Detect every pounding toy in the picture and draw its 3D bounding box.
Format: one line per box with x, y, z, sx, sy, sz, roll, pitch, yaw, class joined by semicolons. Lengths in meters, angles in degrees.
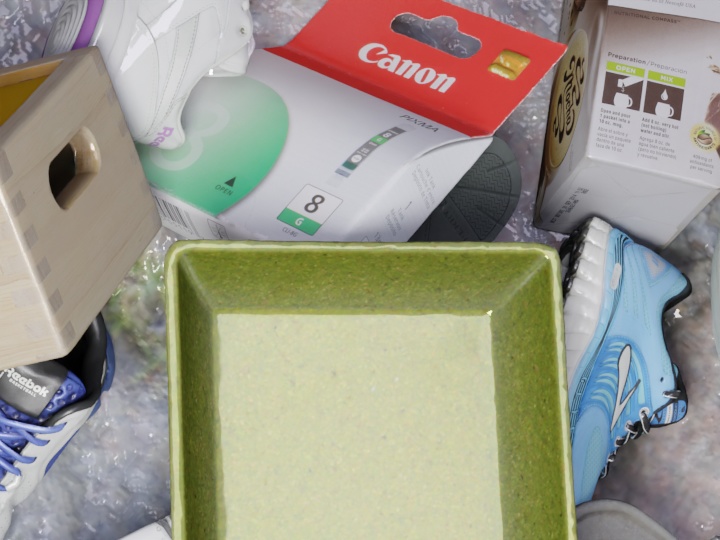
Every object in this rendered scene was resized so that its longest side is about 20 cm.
-0.216;-0.045;1.304;0.183;0.200;0.143;-12;111;19;pounding toy

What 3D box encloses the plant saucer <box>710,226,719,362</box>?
0.239;0.031;1.437;0.200;0.050;0.201;19;64;-44;plant saucer

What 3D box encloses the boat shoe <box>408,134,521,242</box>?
0.000;-0.002;1.421;0.202;0.065;0.075;-46;123;-17;boat shoe

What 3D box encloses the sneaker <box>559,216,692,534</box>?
0.133;0.072;1.414;0.090;0.078;0.201;19;70;-9;sneaker

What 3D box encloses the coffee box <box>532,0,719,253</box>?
0.157;-0.126;1.464;0.080;0.113;0.201;12;71;-8;coffee box

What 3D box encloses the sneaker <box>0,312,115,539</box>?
-0.187;0.083;1.320;0.080;0.115;0.200;33;69;1;sneaker

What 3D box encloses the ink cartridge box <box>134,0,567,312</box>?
-0.012;-0.086;1.407;0.161;0.050;0.200;25;66;36;ink cartridge box

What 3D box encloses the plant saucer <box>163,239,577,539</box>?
0.002;0.088;1.299;0.199;0.048;0.201;0;77;-13;plant saucer

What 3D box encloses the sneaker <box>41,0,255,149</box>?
-0.091;-0.157;1.393;0.099;0.075;0.201;30;79;-26;sneaker

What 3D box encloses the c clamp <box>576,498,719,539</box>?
0.139;0.209;1.366;0.171;0.027;0.200;42;70;-24;c clamp

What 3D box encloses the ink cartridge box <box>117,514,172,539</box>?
-0.084;0.201;1.320;0.199;0.084;0.146;-24;79;-19;ink cartridge box
